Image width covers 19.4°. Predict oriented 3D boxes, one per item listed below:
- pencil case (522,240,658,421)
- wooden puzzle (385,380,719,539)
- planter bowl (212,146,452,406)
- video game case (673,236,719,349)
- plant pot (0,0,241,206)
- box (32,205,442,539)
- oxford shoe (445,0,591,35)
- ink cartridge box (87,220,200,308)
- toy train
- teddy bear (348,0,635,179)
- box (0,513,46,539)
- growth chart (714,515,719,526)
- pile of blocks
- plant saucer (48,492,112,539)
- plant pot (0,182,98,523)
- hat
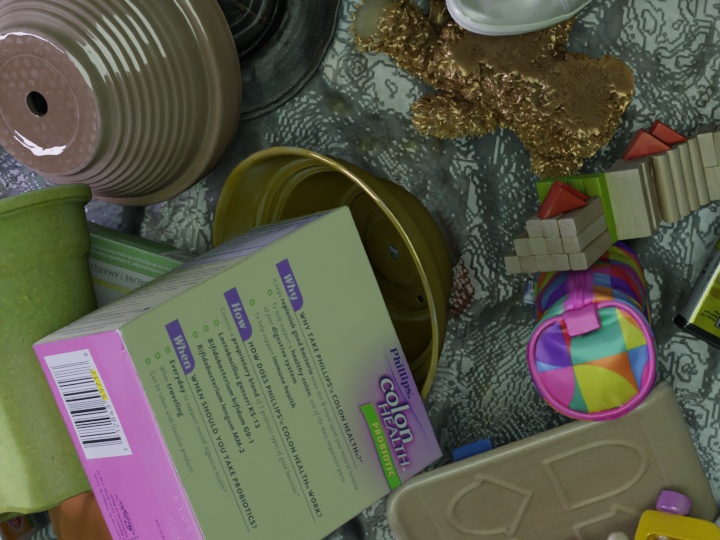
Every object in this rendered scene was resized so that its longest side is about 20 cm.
[{"bbox_3d":[0.148,0.032,1.356,0.088,0.200,0.089,1,104,4],"label":"pencil case"},{"bbox_3d":[0.128,0.153,1.398,0.199,0.186,0.046,-23,49,5],"label":"wooden puzzle"},{"bbox_3d":[0.000,0.000,1.402,0.200,0.083,0.202,24,127,36],"label":"planter bowl"},{"bbox_3d":[0.334,0.000,1.393,0.199,0.026,0.182,27,97,-12],"label":"video game case"},{"bbox_3d":[-0.184,-0.125,1.381,0.200,0.093,0.202,15,122,25],"label":"plant pot"},{"bbox_3d":[-0.072,0.081,1.304,0.096,0.200,0.177,-10,105,49],"label":"box"},{"bbox_3d":[0.147,-0.211,1.371,0.199,0.058,0.076,-21,71,-11],"label":"oxford shoe"},{"bbox_3d":[-0.159,0.079,1.437,0.145,0.048,0.201,17,102,20],"label":"ink cartridge box"},{"bbox_3d":[0.195,0.232,1.354,0.150,0.056,0.200,-48,54,-3],"label":"toy train"},{"bbox_3d":[0.088,-0.146,1.414,0.199,0.067,0.146,18,79,5],"label":"teddy bear"},{"bbox_3d":[-0.336,0.179,1.462,0.199,0.101,0.113,-27,91,8],"label":"box"},{"bbox_3d":[0.315,0.213,1.394,0.199,0.018,0.145,30,74,22],"label":"growth chart"},{"bbox_3d":[0.171,-0.059,1.376,0.199,0.082,0.063,-23,108,-32],"label":"pile of blocks"},{"bbox_3d":[-0.127,0.178,1.427,0.199,0.037,0.201,10,123,16],"label":"plant saucer"},{"bbox_3d":[-0.235,0.066,1.336,0.199,0.200,0.185,-20,88,7],"label":"plant pot"},{"bbox_3d":[-0.113,-0.194,1.418,0.199,0.081,0.202,1,96,7],"label":"hat"}]
